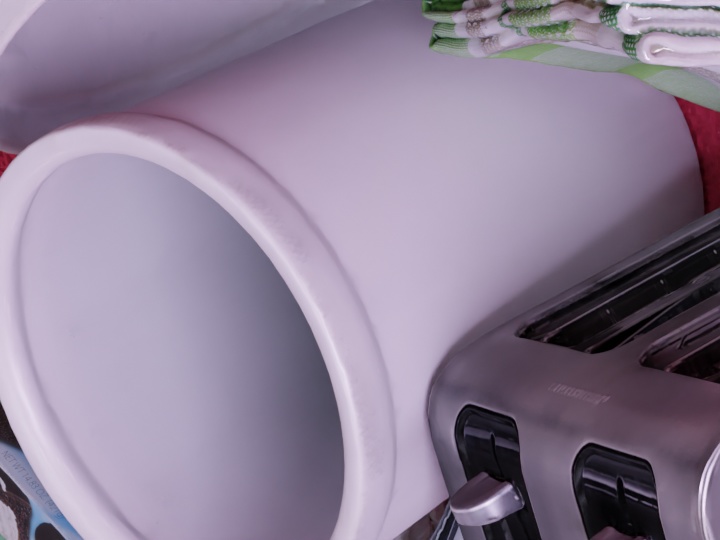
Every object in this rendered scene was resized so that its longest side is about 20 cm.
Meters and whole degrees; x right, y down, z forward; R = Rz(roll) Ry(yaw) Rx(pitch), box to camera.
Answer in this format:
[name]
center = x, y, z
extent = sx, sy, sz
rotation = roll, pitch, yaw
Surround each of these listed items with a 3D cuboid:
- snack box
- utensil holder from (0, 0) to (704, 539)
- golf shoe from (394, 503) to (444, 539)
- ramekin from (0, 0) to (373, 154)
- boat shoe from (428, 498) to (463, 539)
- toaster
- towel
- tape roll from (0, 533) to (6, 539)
[snack box]
center = -0.094, 0.055, 0.872
extent = 0.200, 0.116, 0.037
rotation = 40, 137, 37
[utensil holder]
center = 0.000, 0.000, 0.792
extent = 0.169, 0.199, 0.171
rotation = 22, 125, 35
[golf shoe]
center = 0.017, 0.119, 0.940
extent = 0.092, 0.073, 0.201
rotation = 26, 136, 24
[ramekin]
center = -0.064, -0.136, 0.789
extent = 0.200, 0.199, 0.106
rotation = -42, 72, 47
[boat shoe]
center = 0.021, 0.144, 0.877
extent = 0.067, 0.072, 0.201
rotation = 25, 110, 29
[toaster]
center = 0.136, 0.053, 0.644
extent = 0.119, 0.199, 0.181
rotation = 67, 164, -13
[towel]
center = 0.107, -0.056, 0.650
extent = 0.200, 0.148, 0.031
rotation = -166, 88, -77
[tape roll]
center = -0.095, 0.147, 0.962
extent = 0.048, 0.200, 0.201
rotation = 35, 132, 25
